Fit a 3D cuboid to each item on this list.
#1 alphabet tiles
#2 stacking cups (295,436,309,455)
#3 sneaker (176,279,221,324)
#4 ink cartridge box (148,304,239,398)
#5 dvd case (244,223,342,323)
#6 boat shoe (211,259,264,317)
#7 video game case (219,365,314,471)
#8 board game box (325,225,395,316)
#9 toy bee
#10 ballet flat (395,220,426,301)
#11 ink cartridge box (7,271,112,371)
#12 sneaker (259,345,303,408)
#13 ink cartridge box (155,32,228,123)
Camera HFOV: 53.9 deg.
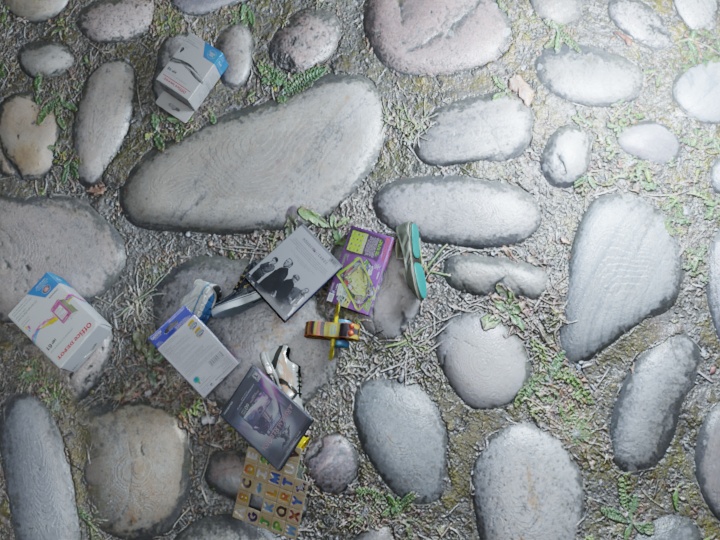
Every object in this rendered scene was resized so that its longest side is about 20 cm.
[{"bbox_3d":[-0.201,0.496,1.635,0.163,0.008,0.206,14,92,15],"label":"alphabet tiles"},{"bbox_3d":[-0.214,0.361,1.675,0.198,0.061,0.061,36,81,11],"label":"stacking cups"},{"bbox_3d":[-0.422,0.114,1.746,0.085,0.075,0.203,24,80,30],"label":"sneaker"},{"bbox_3d":[-0.397,0.190,1.686,0.119,0.042,0.201,-42,112,-8],"label":"ink cartridge box"},{"bbox_3d":[-0.162,0.004,1.725,0.200,0.025,0.150,-42,81,-17],"label":"dvd case"},{"bbox_3d":[-0.285,0.042,1.751,0.196,0.071,0.093,-22,76,-10],"label":"boat shoe"},{"bbox_3d":[-0.218,0.340,1.638,0.199,0.019,0.144,37,94,21],"label":"video game case"},{"bbox_3d":[0.000,0.000,1.753,0.117,0.032,0.205,16,79,22],"label":"board game box"},{"bbox_3d":[-0.042,0.139,1.693,0.195,0.109,0.134,-15,75,-1],"label":"toy bee"},{"bbox_3d":[0.121,-0.019,1.752,0.062,0.067,0.206,-14,74,28],"label":"ballet flat"},{"bbox_3d":[-0.736,0.127,1.742,0.199,0.085,0.145,40,82,9],"label":"ink cartridge box"},{"bbox_3d":[-0.168,0.270,1.687,0.079,0.074,0.203,-26,77,-5],"label":"sneaker"},{"bbox_3d":[-0.457,-0.511,1.883,0.114,0.067,0.202,31,80,9],"label":"ink cartridge box"}]
